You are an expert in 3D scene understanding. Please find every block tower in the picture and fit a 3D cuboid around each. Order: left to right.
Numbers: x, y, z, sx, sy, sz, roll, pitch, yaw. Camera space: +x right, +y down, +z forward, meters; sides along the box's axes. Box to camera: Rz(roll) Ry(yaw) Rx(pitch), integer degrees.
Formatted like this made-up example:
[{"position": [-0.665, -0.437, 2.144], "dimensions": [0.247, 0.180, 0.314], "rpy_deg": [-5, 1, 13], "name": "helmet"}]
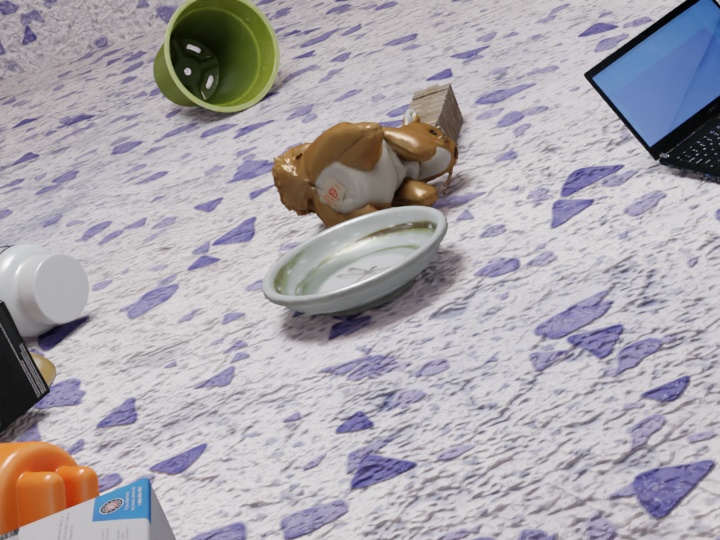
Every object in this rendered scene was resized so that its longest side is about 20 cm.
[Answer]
[{"position": [0.088, -0.179, 1.934], "dimensions": [0.054, 0.058, 0.200], "rpy_deg": [-17, 21, 15], "name": "block tower"}]

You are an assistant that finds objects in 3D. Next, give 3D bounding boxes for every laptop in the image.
[{"position": [0.364, -0.189, 1.553], "dimensions": [0.177, 0.103, 0.200], "rpy_deg": [-36, 27, -15], "name": "laptop"}]

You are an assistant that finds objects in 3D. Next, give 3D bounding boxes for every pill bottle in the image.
[{"position": [-0.420, 0.025, 1.850], "dimensions": [0.200, 0.111, 0.111], "rpy_deg": [-4, 26, 40], "name": "pill bottle"}]

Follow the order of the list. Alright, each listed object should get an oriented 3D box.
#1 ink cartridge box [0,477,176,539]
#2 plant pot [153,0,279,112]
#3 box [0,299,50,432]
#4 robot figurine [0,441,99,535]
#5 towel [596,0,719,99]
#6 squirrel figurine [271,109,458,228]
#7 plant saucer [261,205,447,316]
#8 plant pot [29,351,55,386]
[{"position": [-0.230, 0.247, 1.114], "dimensions": [0.200, 0.084, 0.145], "rpy_deg": [-21, 19, 0], "name": "ink cartridge box"}, {"position": [-0.262, -0.349, 2.596], "dimensions": [0.200, 0.200, 0.190], "rpy_deg": [-31, 8, -24], "name": "plant pot"}, {"position": [-0.448, 0.122, 1.554], "dimensions": [0.149, 0.124, 0.200], "rpy_deg": [11, 42, 42], "name": "box"}, {"position": [-0.302, 0.200, 1.269], "dimensions": [0.200, 0.117, 0.144], "rpy_deg": [-7, 35, 33], "name": "robot figurine"}, {"position": [0.390, -0.229, 1.710], "dimensions": [0.200, 0.086, 0.166], "rpy_deg": [-35, 31, -19], "name": "towel"}, {"position": [0.009, -0.120, 1.753], "dimensions": [0.200, 0.142, 0.187], "rpy_deg": [-3, 21, 37], "name": "squirrel figurine"}, {"position": [0.000, 0.000, 1.568], "dimensions": [0.200, 0.050, 0.200], "rpy_deg": [-19, 19, 7], "name": "plant saucer"}, {"position": [-0.432, 0.139, 1.693], "dimensions": [0.200, 0.027, 0.200], "rpy_deg": [-20, 19, 7], "name": "plant pot"}]
